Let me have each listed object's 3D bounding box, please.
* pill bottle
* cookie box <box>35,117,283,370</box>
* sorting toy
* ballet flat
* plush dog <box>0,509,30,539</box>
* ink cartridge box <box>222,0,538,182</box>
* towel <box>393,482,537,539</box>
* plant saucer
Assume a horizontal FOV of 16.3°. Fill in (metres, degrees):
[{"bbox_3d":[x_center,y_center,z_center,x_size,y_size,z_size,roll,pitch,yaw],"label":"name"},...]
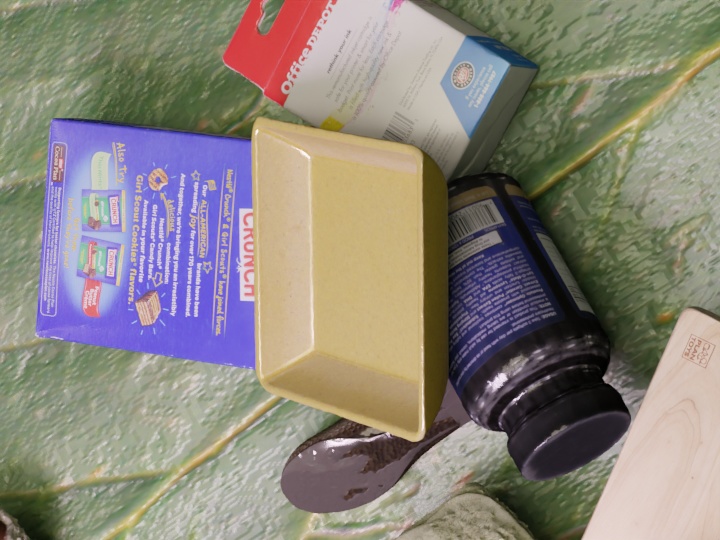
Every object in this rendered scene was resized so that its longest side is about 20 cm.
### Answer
[{"bbox_3d":[0.104,0.040,1.737,0.112,0.112,0.200,-38,63,21],"label":"pill bottle"},{"bbox_3d":[-0.136,-0.021,1.881,0.199,0.075,0.172,8,97,24],"label":"cookie box"},{"bbox_3d":[0.278,0.153,1.711,0.198,0.070,0.200,26,102,17],"label":"sorting toy"},{"bbox_3d":[0.022,0.115,1.842,0.200,0.046,0.067,-37,110,27],"label":"ballet flat"},{"bbox_3d":[-0.325,0.289,1.969,0.171,0.160,0.201,6,67,37],"label":"plush dog"},{"bbox_3d":[0.012,-0.148,1.814,0.200,0.067,0.116,34,105,18],"label":"ink cartridge box"},{"bbox_3d":[0.088,0.246,1.723,0.148,0.037,0.200,-41,58,-12],"label":"towel"},{"bbox_3d":[0.000,0.000,1.736,0.200,0.048,0.201,15,109,53],"label":"plant saucer"}]
